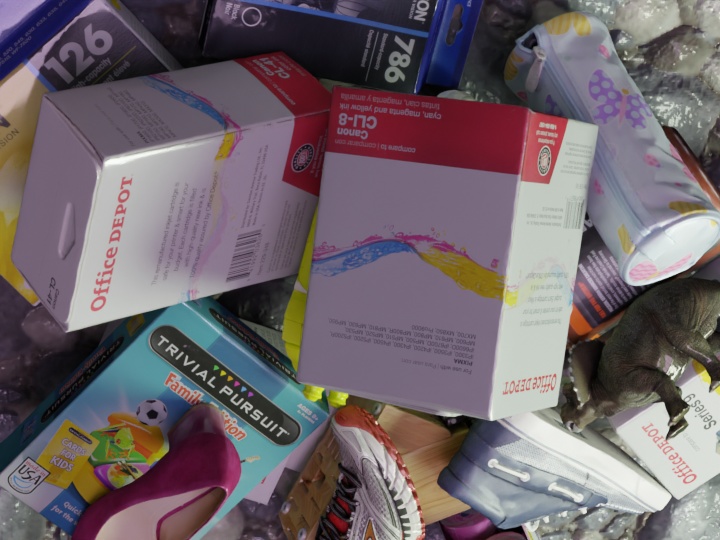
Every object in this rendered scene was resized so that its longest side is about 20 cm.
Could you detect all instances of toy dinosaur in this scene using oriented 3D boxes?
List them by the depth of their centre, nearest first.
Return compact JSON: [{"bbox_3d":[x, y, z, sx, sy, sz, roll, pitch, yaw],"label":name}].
[{"bbox_3d":[0.220,0.053,1.463,0.200,0.077,0.102,-45,71,7],"label":"toy dinosaur"}]

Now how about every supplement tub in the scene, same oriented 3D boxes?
[{"bbox_3d":[0.176,-0.013,1.516,0.200,0.107,0.107,-34,116,7],"label":"supplement tub"}]

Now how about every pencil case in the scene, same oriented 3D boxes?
[{"bbox_3d":[0.176,-0.087,1.432,0.083,0.200,0.091,-30,156,6],"label":"pencil case"}]

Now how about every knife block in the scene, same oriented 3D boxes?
[{"bbox_3d":[0.056,0.160,1.591,0.175,0.064,0.200,25,102,-25],"label":"knife block"}]

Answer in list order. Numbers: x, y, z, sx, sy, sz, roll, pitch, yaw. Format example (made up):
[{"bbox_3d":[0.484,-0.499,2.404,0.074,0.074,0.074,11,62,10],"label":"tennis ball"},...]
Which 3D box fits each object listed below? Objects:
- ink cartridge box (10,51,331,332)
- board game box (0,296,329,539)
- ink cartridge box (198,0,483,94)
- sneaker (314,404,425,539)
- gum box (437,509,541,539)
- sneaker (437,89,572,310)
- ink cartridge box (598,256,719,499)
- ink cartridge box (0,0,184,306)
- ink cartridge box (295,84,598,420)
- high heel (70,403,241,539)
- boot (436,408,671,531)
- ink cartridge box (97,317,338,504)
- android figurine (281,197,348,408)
[{"bbox_3d":[-0.124,-0.057,1.383,0.199,0.086,0.148,-13,135,-36],"label":"ink cartridge box"},{"bbox_3d":[-0.145,0.118,1.482,0.151,0.047,0.200,39,106,-24],"label":"board game box"},{"bbox_3d":[-0.008,-0.184,1.441,0.199,0.039,0.100,8,113,-14],"label":"ink cartridge box"},{"bbox_3d":[0.004,0.191,1.506,0.082,0.078,0.201,-17,118,-10],"label":"sneaker"},{"bbox_3d":[0.123,0.256,1.584,0.066,0.200,0.114,-27,118,4],"label":"gum box"},{"bbox_3d":[0.100,-0.039,1.461,0.081,0.201,0.075,-21,164,29],"label":"sneaker"},{"bbox_3d":[0.282,0.068,1.561,0.200,0.088,0.145,-33,140,9],"label":"ink cartridge box"},{"bbox_3d":[-0.227,-0.107,1.439,0.197,0.047,0.200,-39,117,10],"label":"ink cartridge box"},{"bbox_3d":[0.059,-0.011,1.352,0.144,0.145,0.201,8,93,23],"label":"ink cartridge box"},{"bbox_3d":[-0.150,0.191,1.438,0.067,0.096,0.200,35,108,-24],"label":"high heel"},{"bbox_3d":[0.147,0.162,1.558,0.200,0.073,0.090,30,100,-34],"label":"boot"},{"bbox_3d":[-0.104,0.100,1.544,0.199,0.068,0.115,19,113,-18],"label":"ink cartridge box"},{"bbox_3d":[0.000,0.000,1.464,0.041,0.182,0.201,16,84,23],"label":"android figurine"}]
